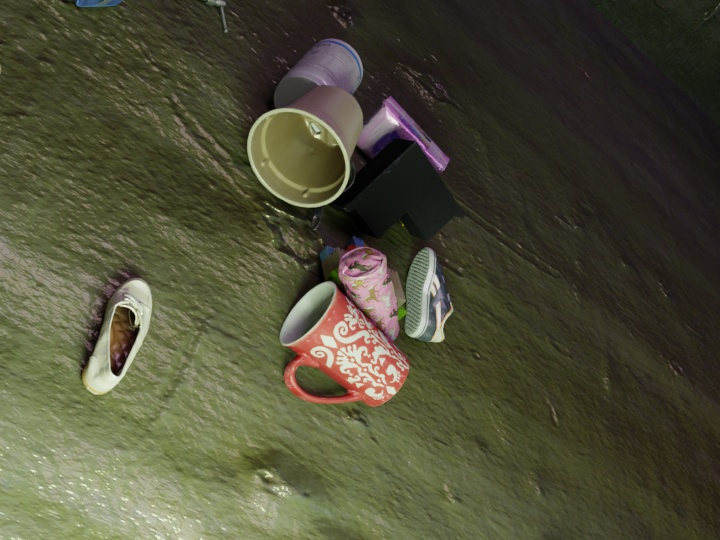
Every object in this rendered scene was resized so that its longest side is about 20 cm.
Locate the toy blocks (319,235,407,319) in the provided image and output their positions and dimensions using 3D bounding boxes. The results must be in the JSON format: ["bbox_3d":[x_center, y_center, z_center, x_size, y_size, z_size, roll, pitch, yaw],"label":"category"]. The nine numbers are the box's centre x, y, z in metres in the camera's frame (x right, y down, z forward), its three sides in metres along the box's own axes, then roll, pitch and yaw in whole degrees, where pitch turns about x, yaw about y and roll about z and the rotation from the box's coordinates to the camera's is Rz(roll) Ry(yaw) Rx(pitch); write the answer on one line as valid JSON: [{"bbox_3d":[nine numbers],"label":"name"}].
[{"bbox_3d":[0.000,0.000,1.619,0.199,0.100,0.137,22,37,-35],"label":"toy blocks"}]

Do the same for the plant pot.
[{"bbox_3d":[-0.085,-0.252,1.612,0.200,0.200,0.184,44,40,-13],"label":"plant pot"}]

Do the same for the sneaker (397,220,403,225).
[{"bbox_3d":[0.080,-0.142,1.809,0.199,0.070,0.090,20,47,-38],"label":"sneaker"}]

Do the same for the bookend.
[{"bbox_3d":[0.074,-0.125,1.728,0.199,0.092,0.200,-44,117,-11],"label":"bookend"}]

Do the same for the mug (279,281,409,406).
[{"bbox_3d":[-0.036,0.147,1.464,0.200,0.178,0.133,41,3,-23],"label":"mug"}]

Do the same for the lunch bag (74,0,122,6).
[{"bbox_3d":[-0.428,-0.551,1.476,0.133,0.200,0.136,56,33,-3],"label":"lunch bag"}]

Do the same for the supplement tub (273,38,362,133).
[{"bbox_3d":[-0.083,-0.382,1.767,0.132,0.132,0.200,44,40,-13],"label":"supplement tub"}]

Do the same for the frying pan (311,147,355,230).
[{"bbox_3d":[-0.059,-0.160,1.674,0.114,0.031,0.191,-9,62,-12],"label":"frying pan"}]

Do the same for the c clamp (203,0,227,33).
[{"bbox_3d":[-0.354,-0.580,1.713,0.199,0.027,0.172,14,54,-40],"label":"c clamp"}]

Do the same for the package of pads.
[{"bbox_3d":[0.084,-0.266,1.865,0.200,0.120,0.076,45,34,-12],"label":"package of pads"}]

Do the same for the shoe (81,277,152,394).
[{"bbox_3d":[-0.335,0.086,1.222,0.070,0.053,0.201,34,43,-25],"label":"shoe"}]

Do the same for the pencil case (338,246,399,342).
[{"bbox_3d":[0.016,0.049,1.513,0.087,0.082,0.201,-49,145,-33],"label":"pencil case"}]

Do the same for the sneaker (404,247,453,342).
[{"bbox_3d":[0.139,0.053,1.724,0.079,0.078,0.201,24,58,-26],"label":"sneaker"}]
